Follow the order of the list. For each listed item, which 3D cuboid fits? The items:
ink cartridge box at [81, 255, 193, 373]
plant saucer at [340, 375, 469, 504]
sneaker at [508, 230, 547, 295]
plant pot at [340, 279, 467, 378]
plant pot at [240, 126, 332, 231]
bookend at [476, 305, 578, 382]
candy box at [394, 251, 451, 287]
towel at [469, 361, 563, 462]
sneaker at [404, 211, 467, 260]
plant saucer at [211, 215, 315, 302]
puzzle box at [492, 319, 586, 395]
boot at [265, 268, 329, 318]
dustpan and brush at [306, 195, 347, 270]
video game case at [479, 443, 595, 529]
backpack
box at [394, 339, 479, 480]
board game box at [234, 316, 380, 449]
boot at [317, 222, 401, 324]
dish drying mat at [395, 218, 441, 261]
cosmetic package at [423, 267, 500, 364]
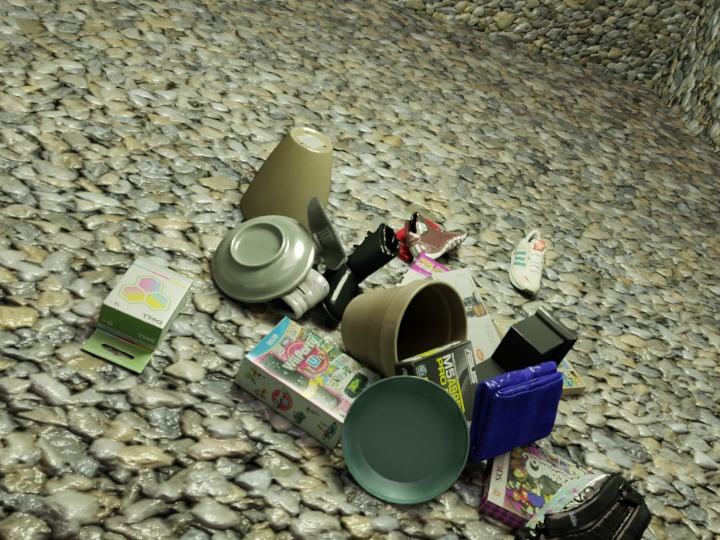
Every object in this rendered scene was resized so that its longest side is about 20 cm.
[{"bbox_3d":[-0.360,0.067,1.304,0.103,0.059,0.200,24,33,-4],"label":"ink cartridge box"},{"bbox_3d":[0.070,0.261,1.245,0.199,0.201,0.036,28,4,2],"label":"plant saucer"},{"bbox_3d":[0.409,-0.026,1.923,0.070,0.094,0.200,23,33,-5],"label":"sneaker"},{"bbox_3d":[0.064,0.110,1.417,0.173,0.201,0.199,6,14,43],"label":"plant pot"},{"bbox_3d":[-0.135,-0.193,1.682,0.186,0.200,0.188,18,35,-13],"label":"plant pot"},{"bbox_3d":[0.267,0.186,1.445,0.092,0.201,0.198,44,36,25],"label":"bookend"},{"bbox_3d":[0.138,0.057,1.656,0.136,0.061,0.200,33,34,6],"label":"candy box"},{"bbox_3d":[0.268,0.241,1.355,0.199,0.149,0.049,-7,18,-40],"label":"towel"},{"bbox_3d":[0.167,-0.091,1.828,0.200,0.076,0.116,-31,92,-52],"label":"sneaker"},{"bbox_3d":[-0.185,-0.035,1.479,0.199,0.050,0.201,-5,54,7],"label":"plant saucer"},{"bbox_3d":[0.371,0.181,1.681,0.132,0.025,0.200,0,42,-33],"label":"puzzle box"},{"bbox_3d":[-0.159,0.018,1.500,0.200,0.074,0.096,27,55,34],"label":"boot"},{"bbox_3d":[-0.072,-0.049,1.557,0.057,0.200,0.140,-26,77,-3],"label":"dustpan and brush"},{"bbox_3d":[0.307,0.377,1.363,0.199,0.036,0.181,27,35,0],"label":"video game case"},{"bbox_3d":[0.344,0.399,1.228,0.200,0.127,0.167,-39,93,-22],"label":"backpack"},{"bbox_3d":[0.141,0.231,1.330,0.160,0.044,0.201,-12,92,-44],"label":"box"},{"bbox_3d":[-0.086,0.183,1.333,0.199,0.064,0.148,31,33,8],"label":"board game box"},{"bbox_3d":[0.000,0.001,1.540,0.073,0.162,0.199,47,26,-21],"label":"boot"},{"bbox_3d":[0.128,-0.078,1.870,0.077,0.018,0.200,36,35,15],"label":"dish drying mat"},{"bbox_3d":[0.198,0.100,1.558,0.150,0.052,0.201,-11,74,-53],"label":"cosmetic package"}]
